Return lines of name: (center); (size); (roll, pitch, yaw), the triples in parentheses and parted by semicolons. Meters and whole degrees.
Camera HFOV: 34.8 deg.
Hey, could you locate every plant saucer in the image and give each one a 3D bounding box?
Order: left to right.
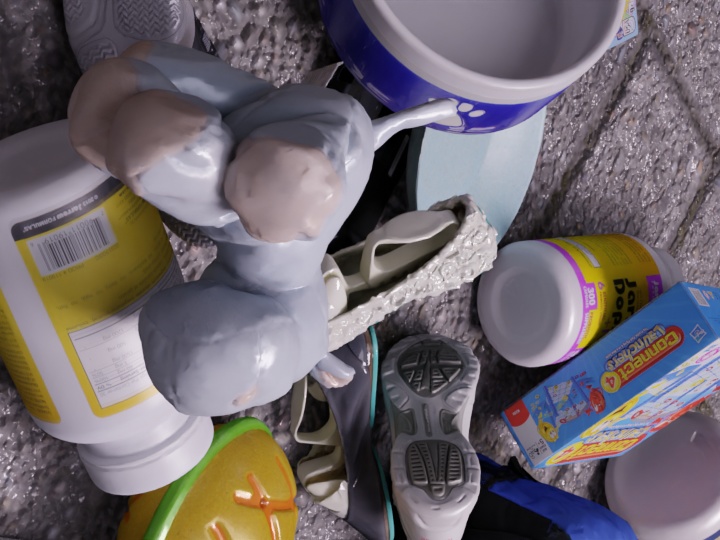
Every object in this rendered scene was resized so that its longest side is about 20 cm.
plant saucer: (0.082, -0.098, 0.886); (0.201, 0.038, 0.203); (-35, 134, -46)

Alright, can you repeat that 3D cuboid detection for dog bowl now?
dog bowl: (0.073, -0.197, 0.771); (0.198, 0.079, 0.203); (6, 71, -18)

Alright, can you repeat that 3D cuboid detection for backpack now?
backpack: (0.128, 0.236, 0.923); (0.167, 0.199, 0.165); (0, 100, -44)

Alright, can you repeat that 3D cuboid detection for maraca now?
maraca: (-0.109, 0.185, 0.736); (0.201, 0.106, 0.138); (-58, 150, -29)

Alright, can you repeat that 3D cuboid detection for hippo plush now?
hippo plush: (-0.069, -0.019, 0.590); (0.200, 0.158, 0.163); (-38, 145, -63)

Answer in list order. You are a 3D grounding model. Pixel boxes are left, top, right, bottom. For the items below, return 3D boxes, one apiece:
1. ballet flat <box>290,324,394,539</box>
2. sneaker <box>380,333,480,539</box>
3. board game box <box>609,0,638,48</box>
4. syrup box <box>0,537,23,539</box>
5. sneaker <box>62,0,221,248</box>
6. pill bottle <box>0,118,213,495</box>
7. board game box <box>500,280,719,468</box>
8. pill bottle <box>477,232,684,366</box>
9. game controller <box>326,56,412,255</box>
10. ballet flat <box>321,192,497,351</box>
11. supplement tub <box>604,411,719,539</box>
ballet flat: (-0.017, 0.126, 0.854); (0.073, 0.073, 0.202); (-28, 125, -36)
sneaker: (0.049, 0.133, 0.873); (0.201, 0.077, 0.100); (-81, 175, -51)
board game box: (0.171, -0.275, 0.949); (0.134, 0.034, 0.202); (-30, 120, -35)
syrup box: (-0.230, 0.262, 0.663); (0.078, 0.081, 0.202); (21, 86, -43)
sneaker: (-0.104, -0.115, 0.697); (0.202, 0.075, 0.114); (68, 21, -4)
pill bottle: (-0.152, 0.025, 0.656); (0.112, 0.111, 0.202); (-36, 124, -32)
board game box: (0.251, 0.093, 1.006); (0.196, 0.056, 0.199); (-41, 154, 26)
pill bottle: (0.200, 0.021, 1.005); (0.199, 0.104, 0.106); (-6, 105, -43)
game controller: (0.004, -0.102, 0.835); (0.202, 0.042, 0.104); (-64, 149, -10)
ballet flat: (0.000, 0.000, 0.787); (0.198, 0.072, 0.072); (-26, 121, -6)
supplement tub: (0.349, 0.251, 1.182); (0.145, 0.144, 0.200); (-56, 132, -18)
